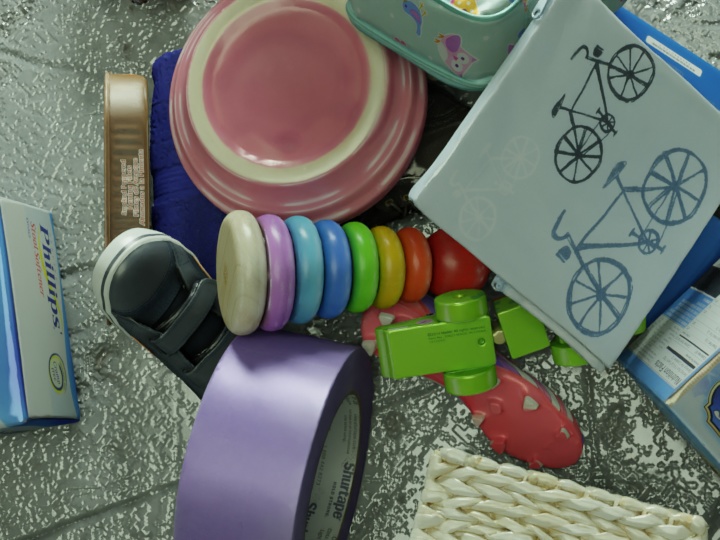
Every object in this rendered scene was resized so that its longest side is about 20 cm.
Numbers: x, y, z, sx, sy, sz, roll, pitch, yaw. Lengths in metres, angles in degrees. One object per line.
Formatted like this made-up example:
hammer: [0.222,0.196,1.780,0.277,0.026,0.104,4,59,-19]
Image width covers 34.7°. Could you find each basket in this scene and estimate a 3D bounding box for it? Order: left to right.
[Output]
basket: [0.126,0.224,0.791,0.195,0.200,0.163,14,82,13]

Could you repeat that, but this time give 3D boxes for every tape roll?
tape roll: [-0.057,0.146,0.831,0.084,0.200,0.203,11,87,14]

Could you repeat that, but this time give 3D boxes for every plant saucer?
plant saucer: [-0.050,-0.131,0.849,0.197,0.051,0.204,-2,79,9]

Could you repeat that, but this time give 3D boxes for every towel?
towel: [-0.103,-0.086,0.921,0.146,0.049,0.203,-9,78,28]

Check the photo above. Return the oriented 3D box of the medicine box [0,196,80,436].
medicine box: [-0.351,0.052,0.954,0.197,0.103,0.185,-12,82,11]

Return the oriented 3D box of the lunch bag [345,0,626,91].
lunch bag: [0.093,-0.216,0.807,0.160,0.078,0.199,33,56,31]

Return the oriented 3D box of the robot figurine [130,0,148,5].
robot figurine: [-0.178,-0.321,0.977,0.143,0.058,0.203,1,84,12]

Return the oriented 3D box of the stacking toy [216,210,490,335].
stacking toy: [0.000,0.000,0.826,0.197,0.085,0.087,-1,83,-19]

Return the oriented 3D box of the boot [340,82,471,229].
boot: [0.065,-0.051,0.893,0.173,0.069,0.202,29,91,12]

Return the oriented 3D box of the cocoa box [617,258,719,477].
cocoa box: [0.294,0.099,0.770,0.131,0.133,0.200,-43,96,5]

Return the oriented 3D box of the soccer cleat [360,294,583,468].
soccer cleat: [0.089,0.075,0.881,0.199,0.077,0.067,33,125,-1]

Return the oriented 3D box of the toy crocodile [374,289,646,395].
toy crocodile: [0.108,0.038,0.814,0.197,0.062,0.068,-14,101,2]

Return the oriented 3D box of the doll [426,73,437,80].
doll: [0.051,-0.204,0.904,0.197,0.049,0.138,-20,52,0]

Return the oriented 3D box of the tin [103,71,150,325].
tin: [-0.188,-0.058,0.927,0.041,0.112,0.203,0,85,-15]

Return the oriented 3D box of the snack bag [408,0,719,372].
snack bag: [0.145,-0.061,0.754,0.199,0.021,0.190,36,87,-21]

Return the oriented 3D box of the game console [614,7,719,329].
game console: [0.188,-0.085,0.860,0.199,0.119,0.172,32,52,-3]

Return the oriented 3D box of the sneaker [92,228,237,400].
sneaker: [-0.121,0.041,0.853,0.079,0.200,0.079,31,76,29]
